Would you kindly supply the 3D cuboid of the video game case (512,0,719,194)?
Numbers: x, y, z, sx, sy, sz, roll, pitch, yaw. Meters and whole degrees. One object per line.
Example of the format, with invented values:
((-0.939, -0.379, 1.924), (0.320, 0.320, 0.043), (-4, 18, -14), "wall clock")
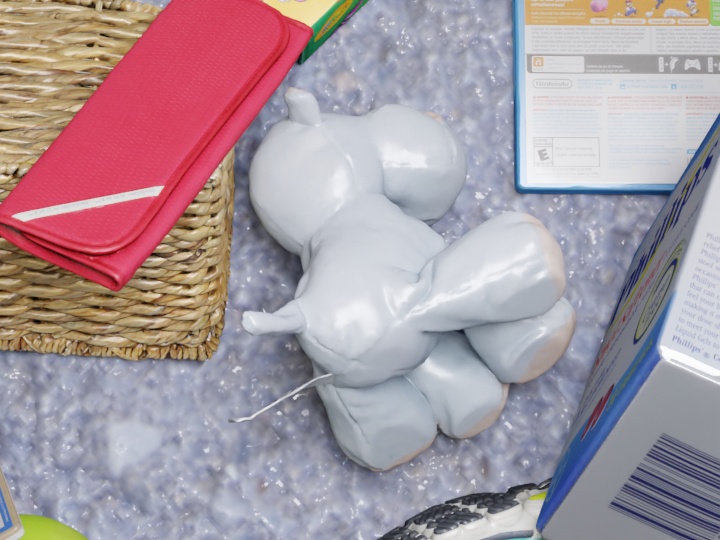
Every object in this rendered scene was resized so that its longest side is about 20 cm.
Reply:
((0.156, -0.143, 1.158), (0.142, 0.018, 0.201), (0, 82, -3), "video game case")

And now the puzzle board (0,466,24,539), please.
((-0.246, 0.125, 1.019), (0.150, 0.200, 0.017), (-29, 116, -7), "puzzle board")

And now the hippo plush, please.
((0.000, 0.000, 1.087), (0.199, 0.160, 0.161), (-12, 52, -20), "hippo plush")

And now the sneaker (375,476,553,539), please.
((0.084, 0.155, 1.085), (0.199, 0.078, 0.080), (-11, 91, -5), "sneaker")

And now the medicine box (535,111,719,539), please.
((0.184, 0.032, 1.018), (0.102, 0.182, 0.201), (24, 53, 1), "medicine box")

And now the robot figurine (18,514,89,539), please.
((-0.200, 0.193, 1.011), (0.199, 0.175, 0.116), (-25, 80, 0), "robot figurine")

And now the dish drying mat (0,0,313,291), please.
((-0.099, -0.073, 1.019), (0.076, 0.018, 0.200), (22, 51, 14), "dish drying mat")

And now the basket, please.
((-0.166, -0.052, 1.104), (0.199, 0.149, 0.143), (2, 49, -3), "basket")

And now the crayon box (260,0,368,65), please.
((-0.061, -0.227, 1.136), (0.119, 0.058, 0.200), (-44, 87, -8), "crayon box")
